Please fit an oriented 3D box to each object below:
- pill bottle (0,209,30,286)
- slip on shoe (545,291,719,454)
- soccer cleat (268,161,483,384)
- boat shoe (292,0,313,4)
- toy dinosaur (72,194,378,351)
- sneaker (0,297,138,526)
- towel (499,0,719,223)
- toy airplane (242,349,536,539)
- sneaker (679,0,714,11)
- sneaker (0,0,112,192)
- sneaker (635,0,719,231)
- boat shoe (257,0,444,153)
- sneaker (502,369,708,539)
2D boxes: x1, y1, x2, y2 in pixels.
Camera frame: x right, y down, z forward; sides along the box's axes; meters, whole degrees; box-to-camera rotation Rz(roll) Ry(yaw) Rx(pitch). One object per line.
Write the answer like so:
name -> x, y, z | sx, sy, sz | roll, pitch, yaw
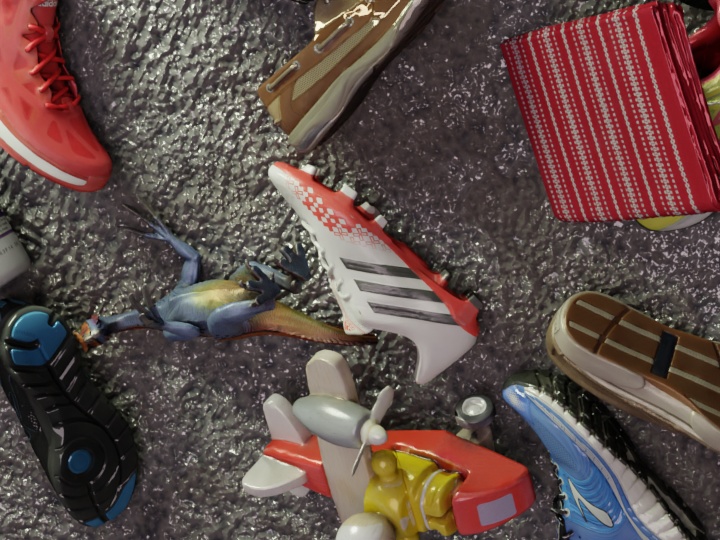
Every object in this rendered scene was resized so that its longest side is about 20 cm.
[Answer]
pill bottle -> -0.348, -0.061, 1.541 | 0.111, 0.111, 0.201 | -28, 95, 19
slip on shoe -> 0.225, 0.086, 1.462 | 0.199, 0.076, 0.061 | 25, 148, -1
soccer cleat -> 0.000, 0.000, 1.488 | 0.200, 0.069, 0.085 | 40, 92, -3
boat shoe -> -0.115, -0.235, 1.457 | 0.199, 0.074, 0.066 | 33, 105, 9
toy dinosaur -> -0.124, 0.041, 1.526 | 0.181, 0.105, 0.200 | -31, 107, 39
sneaker -> -0.234, 0.107, 1.583 | 0.073, 0.082, 0.201 | -27, 115, -22
towel -> 0.173, -0.104, 1.379 | 0.022, 0.200, 0.145 | -22, 99, -26
toy airplane -> 0.003, 0.163, 1.488 | 0.200, 0.141, 0.199 | 34, 132, -13
sneaker -> 0.206, -0.238, 1.346 | 0.060, 0.199, 0.105 | 1, 86, 57
sneaker -> -0.242, -0.160, 1.510 | 0.200, 0.078, 0.116 | 43, 111, 0
sneaker -> 0.227, -0.114, 1.375 | 0.090, 0.078, 0.201 | 13, 124, -24
boat shoe -> -0.003, -0.175, 1.448 | 0.072, 0.076, 0.200 | 42, 108, 3
sneaker -> 0.166, 0.161, 1.482 | 0.089, 0.079, 0.200 | -38, 92, 17
